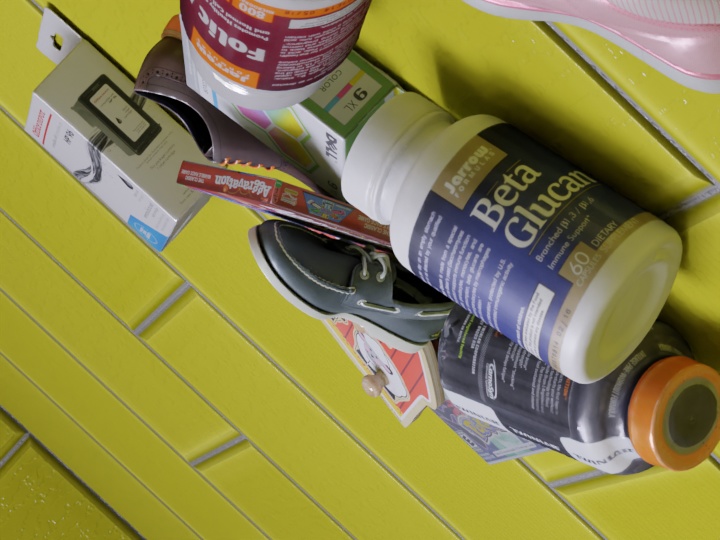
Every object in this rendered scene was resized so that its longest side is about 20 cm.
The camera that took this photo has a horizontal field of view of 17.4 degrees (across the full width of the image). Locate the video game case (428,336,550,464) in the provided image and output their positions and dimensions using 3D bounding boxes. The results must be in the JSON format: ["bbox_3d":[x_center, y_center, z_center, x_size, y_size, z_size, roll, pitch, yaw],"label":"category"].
[{"bbox_3d":[0.077,0.081,1.881,0.182,0.023,0.200,44,163,-6],"label":"video game case"}]

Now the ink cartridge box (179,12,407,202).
[{"bbox_3d":[-0.028,-0.111,1.585,0.200,0.059,0.104,38,162,13],"label":"ink cartridge box"}]

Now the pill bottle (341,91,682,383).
[{"bbox_3d":[0.088,-0.027,1.450,0.200,0.111,0.111,34,161,23],"label":"pill bottle"}]

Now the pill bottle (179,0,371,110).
[{"bbox_3d":[-0.048,-0.173,1.388,0.114,0.114,0.200,40,162,5],"label":"pill bottle"}]

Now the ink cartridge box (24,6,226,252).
[{"bbox_3d":[-0.213,-0.116,1.958,0.200,0.068,0.116,42,162,0],"label":"ink cartridge box"}]

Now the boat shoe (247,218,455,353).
[{"bbox_3d":[0.000,0.000,1.667,0.200,0.062,0.073,27,-143,-45],"label":"boat shoe"}]

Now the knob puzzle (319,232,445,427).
[{"bbox_3d":[-0.004,0.034,1.863,0.220,0.030,0.220,47,160,23],"label":"knob puzzle"}]

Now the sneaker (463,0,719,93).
[{"bbox_3d":[0.108,-0.163,1.142,0.199,0.076,0.105,27,163,21],"label":"sneaker"}]

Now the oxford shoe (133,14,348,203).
[{"bbox_3d":[-0.076,-0.095,1.695,0.200,0.073,0.071,38,163,-11],"label":"oxford shoe"}]

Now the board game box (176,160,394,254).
[{"bbox_3d":[-0.022,-0.037,1.643,0.199,0.020,0.103,18,175,-43],"label":"board game box"}]

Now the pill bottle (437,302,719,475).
[{"bbox_3d":[0.150,0.072,1.562,0.200,0.106,0.106,20,153,50],"label":"pill bottle"}]
